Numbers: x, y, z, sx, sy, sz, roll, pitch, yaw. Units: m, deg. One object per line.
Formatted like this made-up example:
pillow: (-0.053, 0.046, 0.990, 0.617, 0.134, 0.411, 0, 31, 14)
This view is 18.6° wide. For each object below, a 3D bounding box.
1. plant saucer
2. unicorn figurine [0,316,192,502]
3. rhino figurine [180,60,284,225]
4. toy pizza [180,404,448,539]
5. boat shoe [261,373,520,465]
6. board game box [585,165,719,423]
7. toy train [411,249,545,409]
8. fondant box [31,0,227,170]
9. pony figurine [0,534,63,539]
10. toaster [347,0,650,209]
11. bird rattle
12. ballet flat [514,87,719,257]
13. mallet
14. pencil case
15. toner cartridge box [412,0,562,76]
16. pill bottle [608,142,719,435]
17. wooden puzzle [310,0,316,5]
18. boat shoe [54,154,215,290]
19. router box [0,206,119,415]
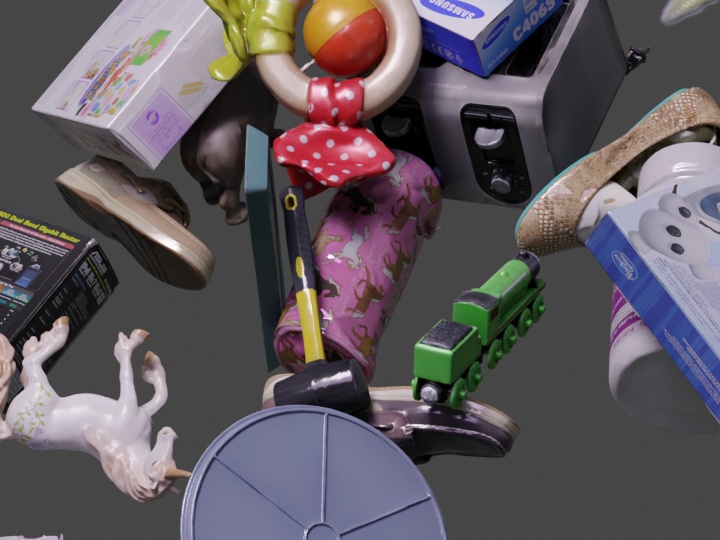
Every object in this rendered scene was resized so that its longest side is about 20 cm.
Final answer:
plant saucer: (-0.070, -0.014, 1.650, 0.019, 0.201, 0.070, -2, 46, 1)
unicorn figurine: (-0.198, 0.109, 1.673, 0.199, 0.074, 0.138, -1, 59, 17)
rhino figurine: (-0.096, -0.140, 1.841, 0.059, 0.088, 0.201, 3, 51, 23)
toy pizza: (-0.031, 0.188, 1.494, 0.199, 0.032, 0.201, 11, 61, -21)
boat shoe: (0.016, 0.120, 1.585, 0.199, 0.072, 0.065, 7, 65, 22)
board game box: (0.283, 0.019, 1.479, 0.198, 0.043, 0.200, -21, 67, -35)
toy train: (0.087, 0.039, 1.585, 0.041, 0.057, 0.200, 11, 26, 22)
fondant box: (-0.179, -0.163, 1.825, 0.144, 0.058, 0.200, -51, 24, -10)
pony figurine: (-0.303, 0.222, 1.551, 0.192, 0.201, 0.167, -8, 38, -7)
toaster: (0.108, -0.156, 1.766, 0.180, 0.119, 0.201, 10, 53, 27)
bird rattle: (-0.027, -0.160, 1.666, 0.163, 0.113, 0.200, -39, 71, -3)
ballet flat: (0.208, -0.068, 1.682, 0.200, 0.071, 0.065, -40, 51, -14)
mallet: (-0.029, 0.021, 1.595, 0.065, 0.041, 0.201, -11, 58, 16)
pencil case: (0.000, 0.000, 1.687, 0.086, 0.083, 0.201, 16, 55, 12)
toner cartridge box: (0.054, -0.229, 1.739, 0.200, 0.043, 0.095, 29, 66, 38)
pill bottle: (0.236, 0.008, 1.569, 0.112, 0.113, 0.201, -6, 48, 16)
wooden puzzle: (0.023, -0.320, 2.001, 0.199, 0.046, 0.185, -31, 46, -8)
boat shoe: (-0.175, -0.048, 1.812, 0.065, 0.072, 0.200, -41, 42, -16)
router box: (-0.320, 0.020, 1.808, 0.199, 0.062, 0.150, 18, 59, 34)
